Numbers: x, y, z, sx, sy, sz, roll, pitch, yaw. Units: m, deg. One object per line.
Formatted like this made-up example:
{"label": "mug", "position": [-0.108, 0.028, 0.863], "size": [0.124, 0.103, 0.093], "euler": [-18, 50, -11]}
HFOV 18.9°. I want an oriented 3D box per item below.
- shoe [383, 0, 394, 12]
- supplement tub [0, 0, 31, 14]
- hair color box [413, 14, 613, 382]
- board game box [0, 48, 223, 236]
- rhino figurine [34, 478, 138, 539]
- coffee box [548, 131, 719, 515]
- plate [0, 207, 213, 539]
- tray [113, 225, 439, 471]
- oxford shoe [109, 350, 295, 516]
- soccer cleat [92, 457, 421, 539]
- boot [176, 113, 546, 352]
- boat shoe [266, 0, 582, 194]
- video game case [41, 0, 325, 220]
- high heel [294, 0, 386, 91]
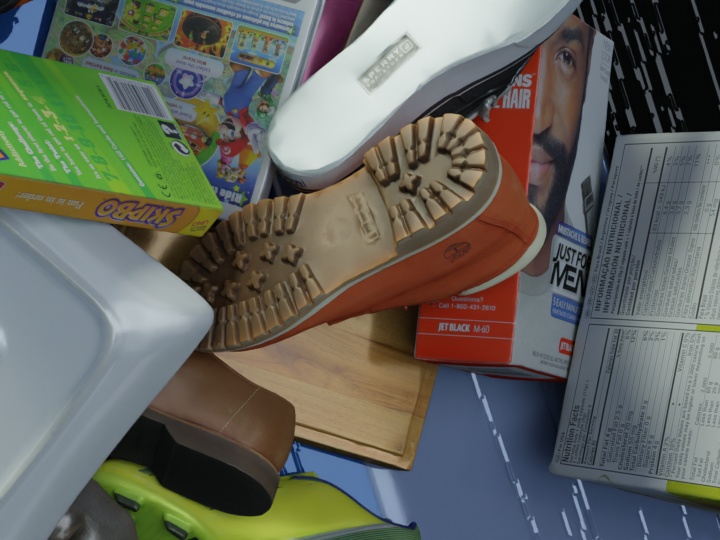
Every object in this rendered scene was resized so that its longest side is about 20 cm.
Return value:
{"label": "shoe", "position": [-0.023, -0.186, 1.216], "size": [0.200, 0.053, 0.070], "euler": [37, 77, -12]}
{"label": "supplement tub", "position": [-0.224, -0.170, 1.091], "size": [0.200, 0.107, 0.107], "euler": [-29, 95, -34]}
{"label": "hair color box", "position": [0.088, -0.043, 1.207], "size": [0.064, 0.111, 0.201], "euler": [2, 83, 27]}
{"label": "board game box", "position": [-0.163, -0.069, 1.055], "size": [0.200, 0.030, 0.096], "euler": [11, 40, -47]}
{"label": "rhino figurine", "position": [-0.200, 0.112, 1.130], "size": [0.200, 0.060, 0.088], "euler": [41, 95, 3]}
{"label": "coffee box", "position": [0.253, 0.043, 1.190], "size": [0.199, 0.197, 0.201], "euler": [17, 81, -34]}
{"label": "plate", "position": [-0.207, 0.037, 1.077], "size": [0.200, 0.032, 0.200], "euler": [39, 102, 4]}
{"label": "tray", "position": [-0.055, 0.037, 1.201], "size": [0.199, 0.037, 0.099], "euler": [17, 81, -15]}
{"label": "oxford shoe", "position": [-0.126, 0.055, 1.135], "size": [0.199, 0.071, 0.071], "euler": [28, 56, -7]}
{"label": "soccer cleat", "position": [-0.058, 0.140, 1.189], "size": [0.199, 0.065, 0.084], "euler": [22, 51, -11]}
{"label": "boot", "position": [0.000, 0.000, 1.120], "size": [0.199, 0.107, 0.075], "euler": [-24, 60, 20]}
{"label": "boat shoe", "position": [0.044, -0.103, 1.137], "size": [0.199, 0.068, 0.074], "euler": [-42, 61, 0]}
{"label": "video game case", "position": [-0.093, -0.138, 1.160], "size": [0.143, 0.018, 0.201], "euler": [17, 91, 13]}
{"label": "high heel", "position": [-0.033, -0.141, 1.184], "size": [0.200, 0.067, 0.096], "euler": [-42, 80, 19]}
